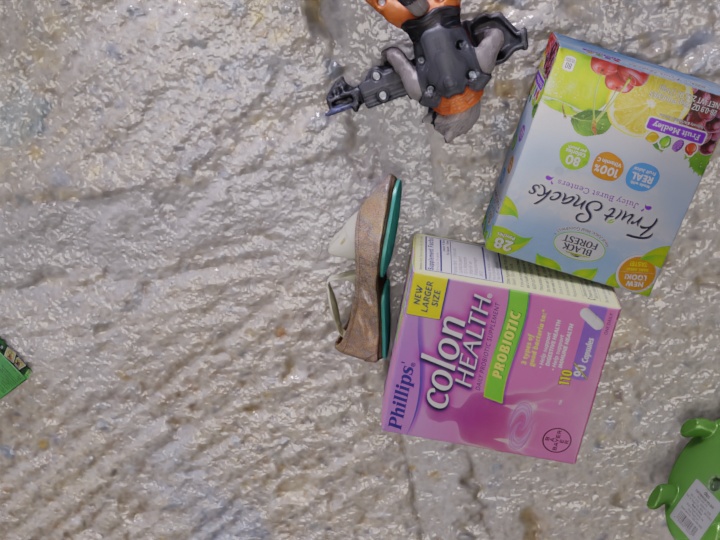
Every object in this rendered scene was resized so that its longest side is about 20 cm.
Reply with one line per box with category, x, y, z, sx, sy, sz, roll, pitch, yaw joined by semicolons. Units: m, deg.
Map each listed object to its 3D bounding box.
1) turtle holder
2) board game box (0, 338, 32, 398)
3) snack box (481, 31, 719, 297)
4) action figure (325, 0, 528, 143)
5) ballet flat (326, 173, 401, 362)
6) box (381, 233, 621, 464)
turtle holder;0.398;0.216;1.037;0.131;0.141;0.187;26;73;-23
board game box;-0.455;0.067;1.077;0.104;0.023;0.200;-35;106;15
snack box;0.223;-0.095;0.936;0.167;0.068;0.201;15;115;-3
action figure;0.039;-0.197;0.887;0.199;0.105;0.194;-25;104;15
ballet flat;0.000;0.000;0.995;0.067;0.068;0.202;8;112;8
box;0.133;0.077;1.001;0.198;0.097;0.177;11;114;0
